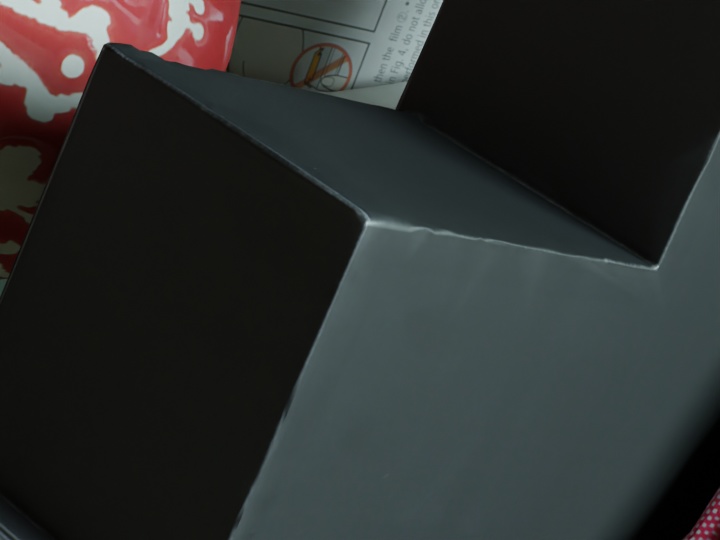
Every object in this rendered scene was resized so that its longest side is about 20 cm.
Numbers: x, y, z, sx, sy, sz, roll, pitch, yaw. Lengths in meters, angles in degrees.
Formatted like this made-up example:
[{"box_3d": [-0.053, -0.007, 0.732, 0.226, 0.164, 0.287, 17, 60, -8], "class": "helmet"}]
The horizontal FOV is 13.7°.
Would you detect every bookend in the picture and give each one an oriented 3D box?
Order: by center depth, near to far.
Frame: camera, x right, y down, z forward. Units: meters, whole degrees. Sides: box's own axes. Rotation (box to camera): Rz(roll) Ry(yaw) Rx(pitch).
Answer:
[{"box_3d": [0.025, -0.019, 0.579, 0.200, 0.092, 0.199, 8, 110, -48], "class": "bookend"}]

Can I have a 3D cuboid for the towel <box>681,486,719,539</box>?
[{"box_3d": [0.093, 0.084, 0.629, 0.200, 0.030, 0.146, -55, 142, -1], "class": "towel"}]

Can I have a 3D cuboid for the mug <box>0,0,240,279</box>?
[{"box_3d": [-0.104, -0.083, 0.556, 0.200, 0.177, 0.134, 33, 53, -51], "class": "mug"}]

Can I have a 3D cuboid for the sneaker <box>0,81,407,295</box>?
[{"box_3d": [0.000, 0.000, 0.690, 0.200, 0.082, 0.074, 1, 120, -20], "class": "sneaker"}]

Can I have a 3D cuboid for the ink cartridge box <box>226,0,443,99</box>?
[{"box_3d": [0.014, -0.079, 0.725, 0.176, 0.045, 0.200, 12, 114, -24], "class": "ink cartridge box"}]
